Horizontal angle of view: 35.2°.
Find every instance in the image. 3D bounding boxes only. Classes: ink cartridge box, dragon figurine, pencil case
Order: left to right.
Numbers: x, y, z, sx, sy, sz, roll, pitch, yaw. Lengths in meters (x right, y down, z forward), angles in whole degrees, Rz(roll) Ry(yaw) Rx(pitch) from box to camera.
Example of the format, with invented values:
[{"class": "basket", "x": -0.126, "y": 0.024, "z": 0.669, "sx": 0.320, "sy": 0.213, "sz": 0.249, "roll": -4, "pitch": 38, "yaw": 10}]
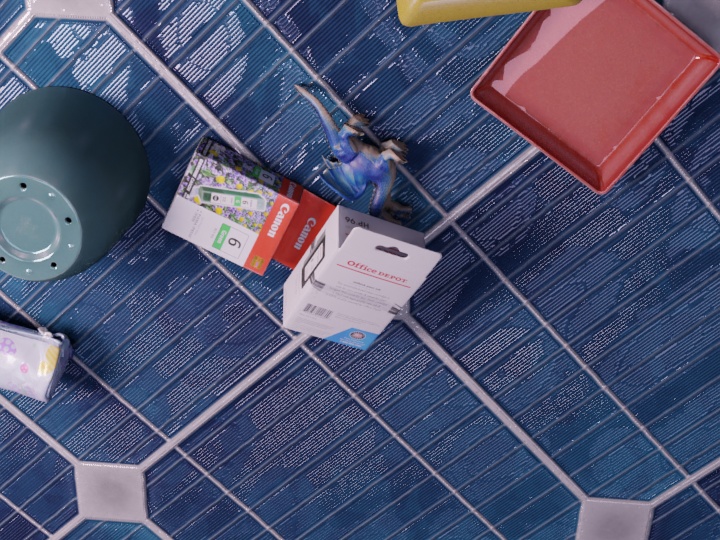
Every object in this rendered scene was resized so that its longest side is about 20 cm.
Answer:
[{"class": "pencil case", "x": -0.462, "y": 0.096, "z": 1.410, "sx": 0.197, "sy": 0.084, "sz": 0.091, "roll": 17, "pitch": 134, "yaw": -4}, {"class": "ink cartridge box", "x": -0.121, "y": -0.060, "z": 1.330, "sx": 0.198, "sy": 0.051, "sz": 0.110, "roll": 26, "pitch": 117, "yaw": -9}, {"class": "dragon figurine", "x": -0.012, "y": -0.119, "z": 1.286, "sx": 0.198, "sy": 0.059, "sz": 0.100, "roll": 32, "pitch": 115, "yaw": -14}, {"class": "ink cartridge box", "x": 0.000, "y": 0.000, "z": 1.298, "sx": 0.114, "sy": 0.069, "sz": 0.200, "roll": 16, "pitch": 139, "yaw": -20}]

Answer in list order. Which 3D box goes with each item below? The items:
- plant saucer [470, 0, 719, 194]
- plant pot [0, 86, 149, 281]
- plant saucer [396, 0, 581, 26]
[{"class": "plant saucer", "x": 0.252, "y": -0.215, "z": 1.230, "sx": 0.199, "sy": 0.037, "sz": 0.200, "roll": 33, "pitch": 115, "yaw": -14}, {"class": "plant pot", "x": -0.350, "y": -0.081, "z": 1.273, "sx": 0.197, "sy": 0.162, "sz": 0.204, "roll": 2, "pitch": 119, "yaw": 3}, {"class": "plant saucer", "x": 0.118, "y": -0.352, "z": 1.137, "sx": 0.196, "sy": 0.049, "sz": 0.203, "roll": -4, "pitch": 112, "yaw": 14}]
